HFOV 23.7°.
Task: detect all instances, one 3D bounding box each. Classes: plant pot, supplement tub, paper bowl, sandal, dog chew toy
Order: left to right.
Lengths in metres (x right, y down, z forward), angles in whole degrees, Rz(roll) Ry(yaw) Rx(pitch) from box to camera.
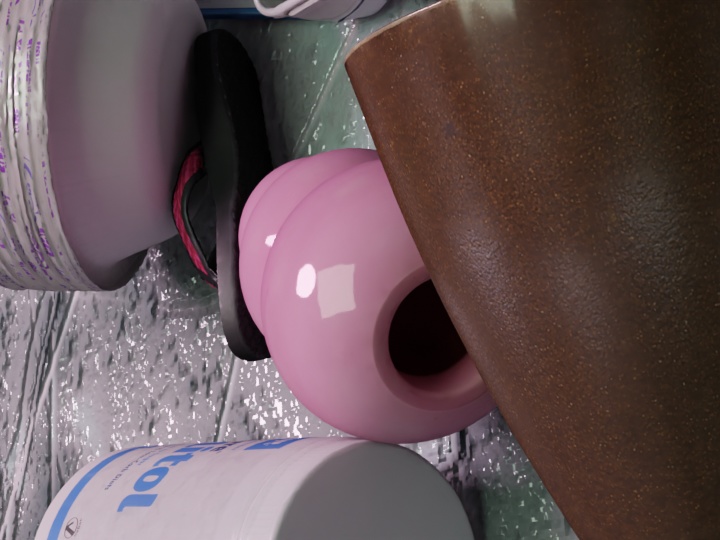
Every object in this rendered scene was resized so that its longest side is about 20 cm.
[{"bbox_3d":[-0.143,-0.088,0.929,0.104,0.201,0.201,1,83,10],"label":"paper bowl"},{"bbox_3d":[-0.072,-0.036,0.908,0.045,0.075,0.200,-19,58,16],"label":"sandal"},{"bbox_3d":[-0.056,0.146,0.816,0.200,0.132,0.132,-10,76,48],"label":"supplement tub"},{"bbox_3d":[0.000,0.000,0.787,0.200,0.124,0.125,36,112,63],"label":"dog chew toy"},{"bbox_3d":[0.108,-0.003,0.633,0.187,0.187,0.201,-17,86,47],"label":"plant pot"}]

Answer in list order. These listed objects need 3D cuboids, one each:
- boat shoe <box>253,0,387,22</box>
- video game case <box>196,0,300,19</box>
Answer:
[{"bbox_3d":[-0.003,-0.173,0.807,0.074,0.065,0.200,67,156,19],"label":"boat shoe"},{"bbox_3d":[-0.049,-0.241,0.962,0.143,0.018,0.201,10,92,51],"label":"video game case"}]
